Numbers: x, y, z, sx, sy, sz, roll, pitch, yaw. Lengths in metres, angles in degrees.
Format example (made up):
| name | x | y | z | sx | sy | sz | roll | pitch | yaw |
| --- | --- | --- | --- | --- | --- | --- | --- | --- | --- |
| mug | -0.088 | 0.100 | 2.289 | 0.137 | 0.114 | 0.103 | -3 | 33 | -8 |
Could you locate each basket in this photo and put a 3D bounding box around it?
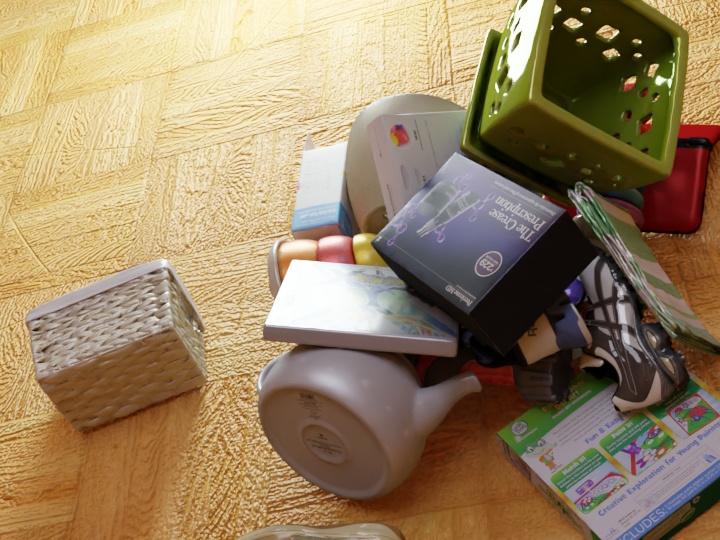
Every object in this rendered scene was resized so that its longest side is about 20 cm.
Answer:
| name | x | y | z | sx | sy | sz | roll | pitch | yaw |
| --- | --- | --- | --- | --- | --- | --- | --- | --- | --- |
| basket | -0.302 | 0.099 | 1.447 | 0.199 | 0.136 | 0.124 | -21 | 45 | 2 |

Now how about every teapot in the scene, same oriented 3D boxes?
| name | x | y | z | sx | sy | sz | roll | pitch | yaw |
| --- | --- | --- | --- | --- | --- | --- | --- | --- | --- |
| teapot | -0.007 | 0.138 | 1.241 | 0.200 | 0.198 | 0.146 | 37 | 49 | 1 |

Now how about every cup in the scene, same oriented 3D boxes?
| name | x | y | z | sx | sy | sz | roll | pitch | yaw |
| --- | --- | --- | --- | --- | --- | --- | --- | --- | --- |
| cup | 0.066 | -0.096 | 1.432 | 0.199 | 0.201 | 0.144 | -3 | 47 | 22 |

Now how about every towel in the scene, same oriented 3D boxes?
| name | x | y | z | sx | sy | sz | roll | pitch | yaw |
| --- | --- | --- | --- | --- | --- | --- | --- | --- | --- |
| towel | 0.305 | -0.001 | 1.223 | 0.023 | 0.152 | 0.201 | -41 | 61 | 20 |

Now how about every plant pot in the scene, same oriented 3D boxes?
| name | x | y | z | sx | sy | sz | roll | pitch | yaw |
| --- | --- | --- | --- | --- | --- | --- | --- | --- | --- |
| plant pot | 0.231 | -0.196 | 1.302 | 0.181 | 0.199 | 0.200 | -31 | 40 | 58 |

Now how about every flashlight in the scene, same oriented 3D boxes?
| name | x | y | z | sx | sy | sz | roll | pitch | yaw |
| --- | --- | --- | --- | --- | --- | --- | --- | --- | --- |
| flashlight | 0.132 | 0.115 | 1.255 | 0.199 | 0.068 | 0.068 | 1 | 21 | 40 |

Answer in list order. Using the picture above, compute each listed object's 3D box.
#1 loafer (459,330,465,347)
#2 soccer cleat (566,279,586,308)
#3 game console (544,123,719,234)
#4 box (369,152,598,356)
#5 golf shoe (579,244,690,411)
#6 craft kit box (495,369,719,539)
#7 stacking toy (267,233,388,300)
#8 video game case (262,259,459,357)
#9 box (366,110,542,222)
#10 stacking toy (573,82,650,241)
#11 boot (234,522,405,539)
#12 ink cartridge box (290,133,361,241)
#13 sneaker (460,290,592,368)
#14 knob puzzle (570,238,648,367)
| name | x | y | z | sx | sy | sz | roll | pitch | yaw |
| --- | --- | --- | --- | --- | --- | --- | --- | --- | --- |
| loafer | 0.106 | 0.060 | 1.314 | 0.199 | 0.072 | 0.073 | -3 | 73 | 42 |
| soccer cleat | 0.169 | 0.009 | 1.330 | 0.199 | 0.073 | 0.068 | 14 | 59 | 49 |
| game console | 0.350 | -0.122 | 1.467 | 0.199 | 0.119 | 0.174 | 4 | 79 | 28 |
| box | 0.121 | -0.022 | 1.178 | 0.141 | 0.079 | 0.200 | -48 | 36 | -3 |
| golf shoe | 0.257 | 0.057 | 1.204 | 0.094 | 0.078 | 0.201 | -31 | 51 | 6 |
| craft kit box | 0.274 | 0.178 | 1.171 | 0.199 | 0.049 | 0.198 | -33 | 45 | -11 |
| stacking toy | 0.000 | 0.000 | 1.381 | 0.199 | 0.146 | 0.147 | -23 | 40 | 15 |
| video game case | 0.008 | 0.037 | 1.242 | 0.199 | 0.022 | 0.182 | 5 | 23 | 4 |
| box | 0.116 | -0.108 | 1.341 | 0.199 | 0.157 | 0.041 | -8 | -10 | -32 |
| stacking toy | 0.314 | -0.129 | 1.383 | 0.085 | 0.085 | 0.201 | 8 | 74 | 30 |
| boot | -0.055 | 0.332 | 1.135 | 0.199 | 0.073 | 0.156 | -6 | 41 | 10 |
| ink cartridge box | -0.033 | -0.086 | 1.527 | 0.067 | 0.115 | 0.201 | -10 | 44 | 15 |
| sneaker | 0.147 | 0.033 | 1.215 | 0.115 | 0.081 | 0.200 | -30 | 39 | -1 |
| knob puzzle | 0.241 | 0.045 | 1.317 | 0.219 | 0.030 | 0.220 | -24 | 37 | 19 |
